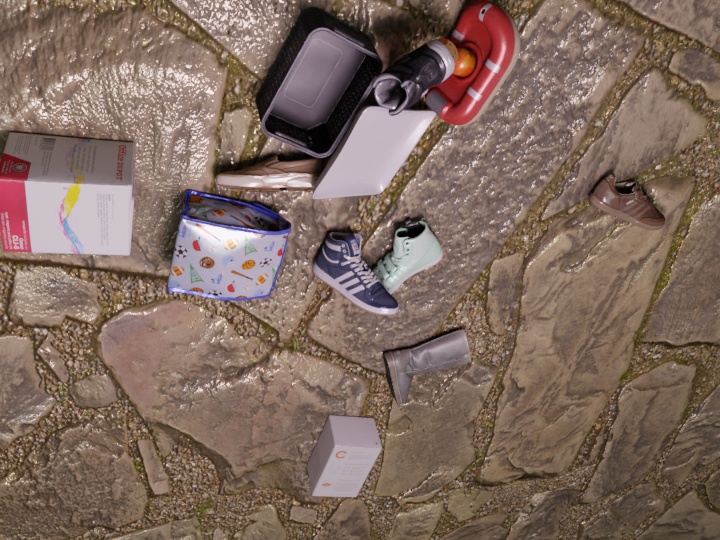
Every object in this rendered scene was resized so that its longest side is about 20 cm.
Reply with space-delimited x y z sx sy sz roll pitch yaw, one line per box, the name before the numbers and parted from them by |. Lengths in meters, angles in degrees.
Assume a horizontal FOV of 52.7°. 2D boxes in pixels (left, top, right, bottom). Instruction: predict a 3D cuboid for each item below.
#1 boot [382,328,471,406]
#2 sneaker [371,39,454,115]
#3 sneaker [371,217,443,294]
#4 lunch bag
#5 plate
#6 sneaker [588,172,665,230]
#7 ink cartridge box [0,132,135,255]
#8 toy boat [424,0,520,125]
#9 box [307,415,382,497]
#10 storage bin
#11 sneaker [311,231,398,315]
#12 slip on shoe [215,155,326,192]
boot | 0.162 0.229 1.714 0.199 0.073 0.182 -18 133 -10
sneaker | 0.060 -0.295 1.155 0.114 0.200 0.076 -38 101 -18
sneaker | 0.062 -0.027 1.464 0.200 0.074 0.118 -32 136 -1
lunch bag | -0.241 -0.039 1.344 0.199 0.124 0.170 11 124 -14
plate | 0.018 -0.212 1.279 0.199 0.032 0.200 -12 145 -49
sneaker | 0.573 -0.142 1.514 0.199 0.071 0.076 14 123 -25
ink cartridge box | -0.474 -0.123 1.194 0.199 0.146 0.145 2 128 -16
toy boat | 0.162 -0.344 1.187 0.130 0.131 0.200 3 129 -44
box | -0.044 0.468 1.823 0.124 0.098 0.200 9 126 -21
storage bin | -0.071 -0.305 1.192 0.135 0.094 0.200 20 120 -28
sneaker | 0.000 0.000 1.417 0.070 0.200 0.109 -27 144 -56
slip on shoe | -0.157 -0.174 1.300 0.199 0.076 0.061 0 89 -5
